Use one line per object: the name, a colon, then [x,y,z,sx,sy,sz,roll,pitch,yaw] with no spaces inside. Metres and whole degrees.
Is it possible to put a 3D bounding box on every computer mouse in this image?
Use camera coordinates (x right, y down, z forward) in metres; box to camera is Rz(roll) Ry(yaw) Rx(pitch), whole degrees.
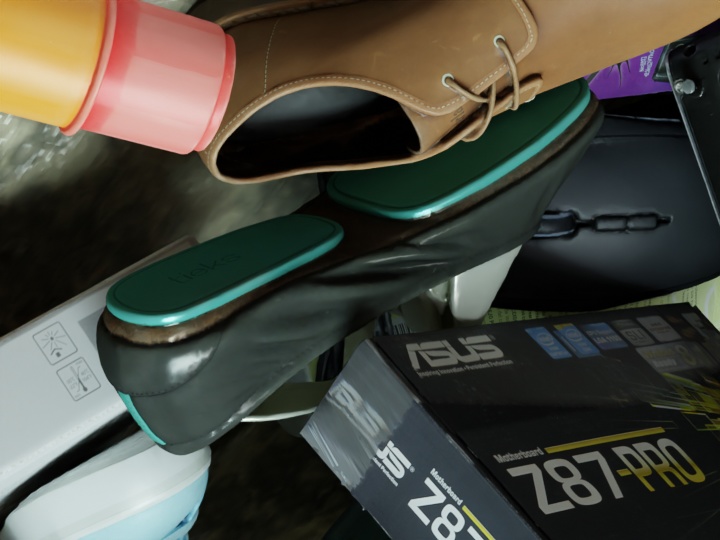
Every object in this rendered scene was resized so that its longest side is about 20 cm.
computer mouse: [0.075,0.007,1.086,0.200,0.046,0.141,-1,103,-30]

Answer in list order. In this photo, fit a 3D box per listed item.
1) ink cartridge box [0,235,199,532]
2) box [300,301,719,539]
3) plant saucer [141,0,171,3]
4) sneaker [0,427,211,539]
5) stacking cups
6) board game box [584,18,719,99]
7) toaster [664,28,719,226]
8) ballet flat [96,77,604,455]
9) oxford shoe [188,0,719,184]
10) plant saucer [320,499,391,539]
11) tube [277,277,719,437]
ink cartridge box: [-0.153,0.077,1.018,0.200,0.045,0.176,-30,174,-36]
box: [0.098,0.085,0.997,0.200,0.161,0.049,-3,133,-51]
plant saucer: [-0.055,-0.165,0.876,0.200,0.035,0.200,-16,139,-14]
sneaker: [-0.083,0.110,1.058,0.074,0.082,0.200,-33,175,-25]
stacking cups: [-0.136,-0.074,0.862,0.200,0.061,0.061,17,125,-21]
board game box: [0.090,-0.138,1.000,0.120,0.032,0.200,-12,138,-26]
toaster: [0.226,-0.028,1.017,0.200,0.181,0.119,-24,168,26]
ballet flat: [0.000,0.000,0.994,0.200,0.068,0.069,-27,121,-24]
oxford shoe: [0.039,-0.069,0.970,0.200,0.071,0.071,-18,131,8]
plant saucer: [0.034,0.104,1.132,0.201,0.201,0.039,-34,107,7]
tube: [0.058,0.015,1.134,0.200,0.052,0.058,-15,171,-22]
